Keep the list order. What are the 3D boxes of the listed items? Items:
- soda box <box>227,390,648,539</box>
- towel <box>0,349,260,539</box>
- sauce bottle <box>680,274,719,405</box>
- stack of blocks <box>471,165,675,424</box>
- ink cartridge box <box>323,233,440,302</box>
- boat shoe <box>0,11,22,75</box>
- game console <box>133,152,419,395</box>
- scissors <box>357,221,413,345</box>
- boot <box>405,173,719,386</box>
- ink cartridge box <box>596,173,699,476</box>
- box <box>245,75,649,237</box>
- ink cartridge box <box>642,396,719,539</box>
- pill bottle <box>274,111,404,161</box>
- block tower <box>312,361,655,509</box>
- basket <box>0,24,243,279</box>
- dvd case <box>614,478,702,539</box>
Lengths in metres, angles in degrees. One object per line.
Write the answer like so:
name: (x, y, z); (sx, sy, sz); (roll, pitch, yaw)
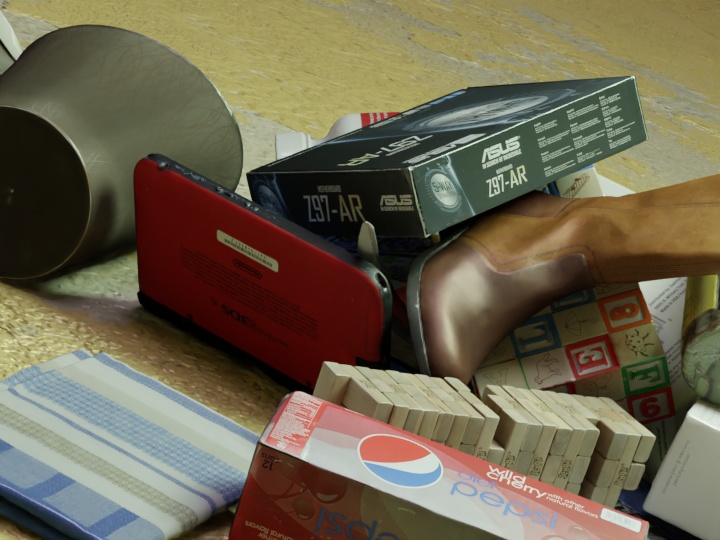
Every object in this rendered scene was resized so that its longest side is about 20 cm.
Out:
soda box: (0.039, 0.134, 1.204); (0.200, 0.070, 0.063); (21, 29, 6)
towel: (-0.136, 0.096, 1.238); (0.147, 0.024, 0.200); (26, 19, 17)
sauce bottle: (0.234, 0.005, 1.469); (0.065, 0.065, 0.200); (19, 34, 1)
stack of blocks: (0.114, 0.016, 1.499); (0.115, 0.059, 0.200); (-15, 45, 1)
ink cartridge box: (0.028, -0.015, 1.631); (0.200, 0.050, 0.109); (16, -29, -37)
boat shoe: (-0.264, -0.127, 1.774); (0.060, 0.072, 0.202); (-28, 45, -9)
game console: (-0.031, 0.010, 1.484); (0.200, 0.172, 0.119); (27, 45, 30)
scissors: (0.000, 0.000, 1.426); (0.073, 0.014, 0.200); (32, -11, 25)
boot: (0.136, 0.008, 1.400); (0.200, 0.069, 0.188); (-4, 27, 19)
ink cartridge box: (0.177, 0.033, 1.570); (0.200, 0.084, 0.144); (31, 57, 35)
box: (0.054, -0.071, 1.482); (0.200, 0.044, 0.160); (-23, 15, -36)
ink cartridge box: (0.276, 0.147, 1.400); (0.200, 0.067, 0.117); (27, 12, 10)
pill bottle: (0.039, -0.061, 1.736); (0.200, 0.112, 0.112); (-2, 17, -2)
block tower: (0.067, 0.096, 1.338); (0.200, 0.054, 0.058); (9, 17, -30)
basket: (-0.192, -0.074, 1.555); (0.180, 0.136, 0.200); (26, 20, 9)
dvd case: (0.135, 0.154, 1.354); (0.200, 0.018, 0.143); (5, 21, -41)
